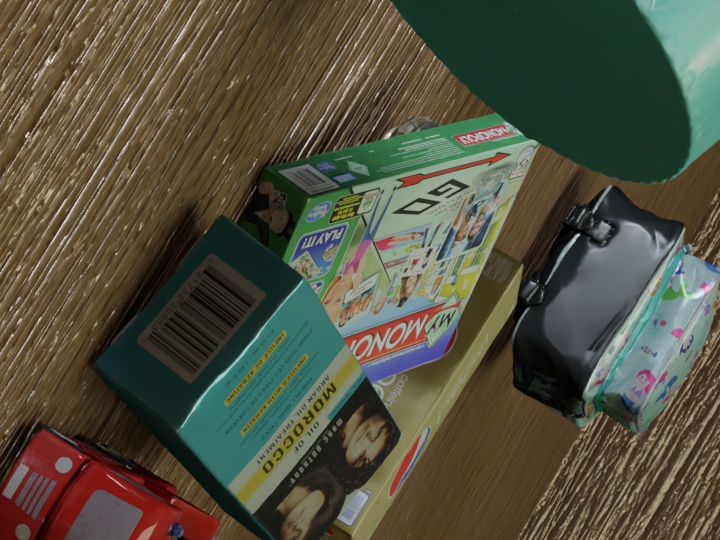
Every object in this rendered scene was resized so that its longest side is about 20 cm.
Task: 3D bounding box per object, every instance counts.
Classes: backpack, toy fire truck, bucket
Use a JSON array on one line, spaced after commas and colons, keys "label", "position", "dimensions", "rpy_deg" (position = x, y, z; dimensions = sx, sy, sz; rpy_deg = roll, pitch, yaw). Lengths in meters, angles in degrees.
[{"label": "backpack", "position": [0.204, 0.042, 1.949], "dimensions": [0.178, 0.150, 0.200], "rpy_deg": [-57, 174, -12]}, {"label": "toy fire truck", "position": [-0.065, 0.124, 0.974], "dimensions": [0.049, 0.141, 0.200], "rpy_deg": [-59, 169, -4]}, {"label": "bucket", "position": [0.098, -0.142, 0.892], "dimensions": [0.135, 0.207, 0.207], "rpy_deg": [-46, 165, -16]}]

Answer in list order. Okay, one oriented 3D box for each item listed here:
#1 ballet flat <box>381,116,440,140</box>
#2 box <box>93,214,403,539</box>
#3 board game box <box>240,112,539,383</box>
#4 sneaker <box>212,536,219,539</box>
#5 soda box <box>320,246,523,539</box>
[{"label": "ballet flat", "position": [-0.007, 0.008, 1.220], "dimensions": [0.067, 0.046, 0.201], "rpy_deg": [-18, 133, -51]}, {"label": "box", "position": [-0.043, 0.057, 1.025], "dimensions": [0.082, 0.049, 0.200], "rpy_deg": [-50, 156, -9]}, {"label": "board game box", "position": [0.000, 0.000, 1.126], "dimensions": [0.200, 0.029, 0.135], "rpy_deg": [-18, 137, -54]}, {"label": "sneaker", "position": [-0.081, 0.238, 1.315], "dimensions": [0.076, 0.092, 0.201], "rpy_deg": [-49, 164, -43]}, {"label": "soda box", "position": [0.021, 0.070, 1.424], "dimensions": [0.200, 0.064, 0.068], "rpy_deg": [-56, 168, -19]}]
